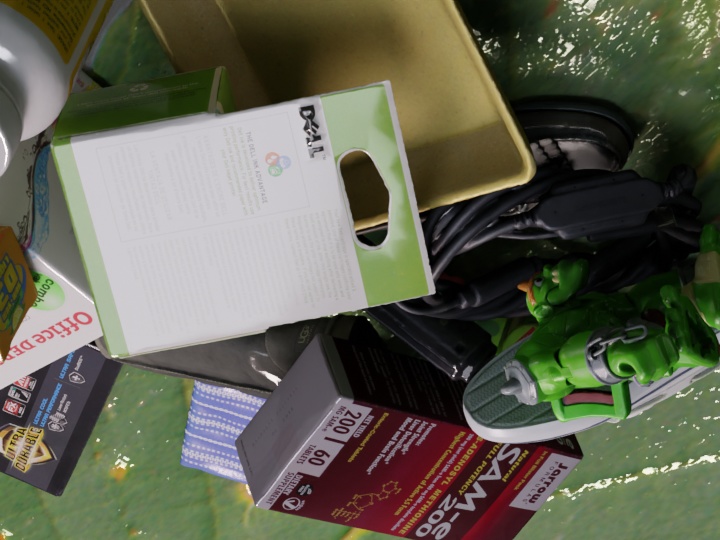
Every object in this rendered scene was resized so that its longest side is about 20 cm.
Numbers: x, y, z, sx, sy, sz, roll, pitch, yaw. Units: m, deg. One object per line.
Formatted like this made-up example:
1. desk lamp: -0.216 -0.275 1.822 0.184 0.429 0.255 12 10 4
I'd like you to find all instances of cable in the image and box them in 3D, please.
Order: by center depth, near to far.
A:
1. cable: 0.111 -0.016 1.603 0.200 0.051 0.163 -14 161 -1

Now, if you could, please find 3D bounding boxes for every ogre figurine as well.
1. ogre figurine: 0.156 0.037 1.543 0.120 0.200 0.098 -17 116 26

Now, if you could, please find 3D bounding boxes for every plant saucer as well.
1. plant saucer: -0.010 -0.126 1.538 0.200 0.048 0.200 -15 111 34

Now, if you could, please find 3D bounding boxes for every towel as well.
1. towel: -0.053 0.107 1.880 0.145 0.024 0.200 18 141 3

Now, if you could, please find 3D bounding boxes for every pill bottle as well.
1. pill bottle: -0.208 -0.147 1.505 0.112 0.200 0.113 11 140 10

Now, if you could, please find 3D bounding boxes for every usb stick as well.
1. usb stick: 0.000 0.000 1.665 0.200 0.055 0.033 39 111 9

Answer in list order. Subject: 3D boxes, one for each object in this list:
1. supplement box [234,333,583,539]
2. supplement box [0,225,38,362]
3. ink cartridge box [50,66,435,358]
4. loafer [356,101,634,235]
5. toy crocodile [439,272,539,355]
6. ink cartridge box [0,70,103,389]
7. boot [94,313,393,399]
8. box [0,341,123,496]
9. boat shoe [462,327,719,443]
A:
1. supplement box: 0.032 0.116 1.696 0.200 0.061 0.109 15 126 -33
2. supplement box: -0.303 0.007 1.598 0.200 0.067 0.069 5 136 17
3. ink cartridge box: -0.067 -0.043 1.549 0.200 0.076 0.148 -10 116 5
4. loafer: 0.072 -0.053 1.609 0.200 0.063 0.072 -7 135 29
5. toy crocodile: 0.079 0.032 1.712 0.200 0.062 0.068 18 177 10
6. ink cartridge box: -0.241 -0.053 1.671 0.200 0.146 0.147 40 137 -24
7. boot: -0.072 0.070 1.776 0.200 0.073 0.182 3 142 24
8. box: -0.279 0.063 1.903 0.198 0.050 0.200 23 140 -6
9. boat shoe: 0.162 0.068 1.648 0.200 0.074 0.067 -21 143 -6
